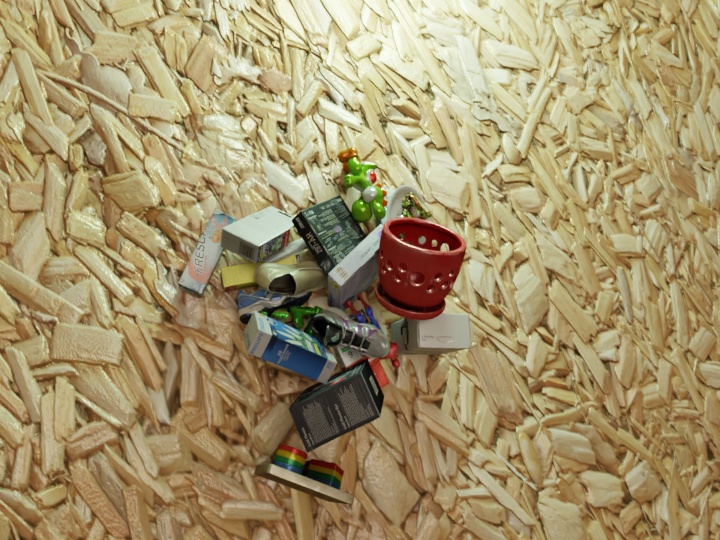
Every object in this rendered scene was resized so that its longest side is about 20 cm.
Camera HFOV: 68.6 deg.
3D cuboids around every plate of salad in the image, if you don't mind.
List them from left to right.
[{"bbox_3d":[0.139,-0.128,1.423,0.197,0.047,0.208,4,84,-49],"label":"plate of salad"}]

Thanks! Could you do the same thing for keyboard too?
[{"bbox_3d":[-0.169,-0.058,1.322,0.197,0.056,0.011,-25,127,-38],"label":"keyboard"}]

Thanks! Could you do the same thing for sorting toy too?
[{"bbox_3d":[-0.123,0.451,1.179,0.195,0.199,0.071,25,63,-10],"label":"sorting toy"}]

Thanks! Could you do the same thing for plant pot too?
[{"bbox_3d":[0.130,0.001,1.211,0.193,0.201,0.188,3,114,-16],"label":"plant pot"}]

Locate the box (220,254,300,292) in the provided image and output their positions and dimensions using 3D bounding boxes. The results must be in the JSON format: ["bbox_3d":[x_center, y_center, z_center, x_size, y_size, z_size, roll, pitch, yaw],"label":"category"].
[{"bbox_3d":[-0.244,0.007,1.301,0.194,0.075,0.052,-10,81,-20],"label":"box"}]

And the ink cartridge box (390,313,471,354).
[{"bbox_3d":[0.173,0.163,1.329,0.141,0.200,0.088,3,76,-16],"label":"ink cartridge box"}]

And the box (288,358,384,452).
[{"bbox_3d":[-0.048,0.299,1.202,0.178,0.200,0.107,-27,87,4],"label":"box"}]

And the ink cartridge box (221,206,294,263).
[{"bbox_3d":[-0.234,-0.091,1.284,0.106,0.052,0.200,24,30,16],"label":"ink cartridge box"}]

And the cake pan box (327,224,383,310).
[{"bbox_3d":[0.000,0.000,1.318,0.052,0.185,0.200,41,70,13],"label":"cake pan box"}]

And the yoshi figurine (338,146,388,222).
[{"bbox_3d":[-0.006,-0.212,1.395,0.110,0.112,0.204,-13,67,-34],"label":"yoshi figurine"}]

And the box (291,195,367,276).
[{"bbox_3d":[-0.067,-0.094,1.336,0.163,0.043,0.199,56,33,-1],"label":"box"}]

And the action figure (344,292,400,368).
[{"bbox_3d":[0.035,0.166,1.313,0.064,0.100,0.202,-28,66,-19],"label":"action figure"}]

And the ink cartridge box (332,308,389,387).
[{"bbox_3d":[-0.002,0.215,1.343,0.106,0.050,0.205,-23,85,-21],"label":"ink cartridge box"}]

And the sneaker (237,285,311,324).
[{"bbox_3d":[-0.210,0.065,1.297,0.195,0.076,0.079,-13,65,-31],"label":"sneaker"}]

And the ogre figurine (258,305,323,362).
[{"bbox_3d":[-0.170,0.152,1.271,0.095,0.199,0.124,11,101,25],"label":"ogre figurine"}]

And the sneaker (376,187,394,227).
[{"bbox_3d":[0.081,-0.130,1.431,0.068,0.073,0.208,0,78,-14],"label":"sneaker"}]

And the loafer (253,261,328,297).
[{"bbox_3d":[-0.155,0.026,1.256,0.194,0.078,0.069,-2,36,-29],"label":"loafer"}]

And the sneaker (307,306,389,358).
[{"bbox_3d":[-0.037,0.156,1.215,0.195,0.139,0.080,22,104,23],"label":"sneaker"}]

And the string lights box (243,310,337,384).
[{"bbox_3d":[-0.156,0.171,1.167,0.196,0.103,0.060,27,99,-24],"label":"string lights box"}]

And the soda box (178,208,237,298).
[{"bbox_3d":[-0.368,-0.040,1.273,0.062,0.068,0.205,25,73,-13],"label":"soda box"}]
